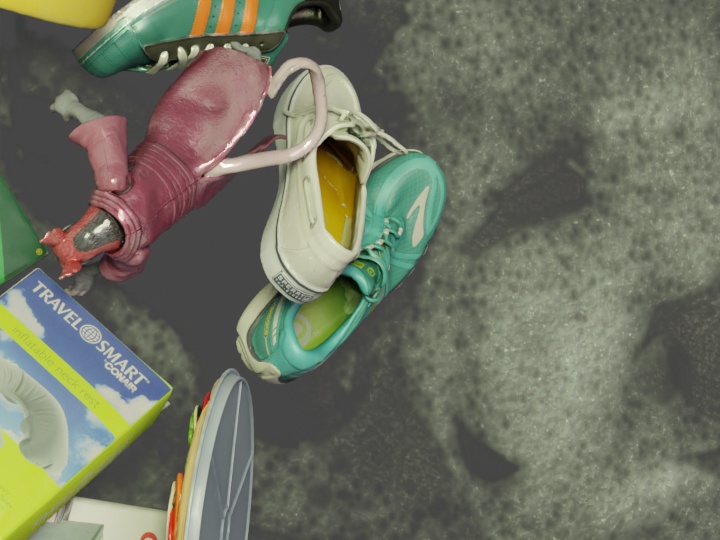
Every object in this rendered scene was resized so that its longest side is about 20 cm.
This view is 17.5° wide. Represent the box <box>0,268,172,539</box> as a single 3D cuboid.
[{"bbox_3d":[-0.207,0.084,1.433,0.122,0.048,0.200,41,43,5],"label":"box"}]

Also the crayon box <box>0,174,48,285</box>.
[{"bbox_3d":[-0.323,-0.030,1.442,0.199,0.058,0.173,-35,100,-25],"label":"crayon box"}]

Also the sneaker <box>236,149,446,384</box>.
[{"bbox_3d":[0.000,0.000,1.583,0.077,0.080,0.200,44,68,-15],"label":"sneaker"}]

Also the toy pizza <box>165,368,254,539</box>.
[{"bbox_3d":[-0.099,0.161,1.470,0.031,0.200,0.202,5,81,7],"label":"toy pizza"}]

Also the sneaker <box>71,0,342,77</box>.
[{"bbox_3d":[-0.095,-0.162,1.558,0.199,0.071,0.080,-28,91,-27],"label":"sneaker"}]

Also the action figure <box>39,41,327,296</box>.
[{"bbox_3d":[-0.124,-0.049,1.485,0.200,0.148,0.135,-48,138,-40],"label":"action figure"}]

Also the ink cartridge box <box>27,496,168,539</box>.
[{"bbox_3d":[-0.224,0.207,1.450,0.199,0.084,0.147,11,79,-24],"label":"ink cartridge box"}]

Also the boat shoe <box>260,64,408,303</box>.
[{"bbox_3d":[-0.013,-0.075,1.538,0.074,0.086,0.203,37,39,-23],"label":"boat shoe"}]

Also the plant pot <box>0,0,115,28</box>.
[{"bbox_3d":[-0.216,-0.268,1.411,0.199,0.201,0.190,17,101,-23],"label":"plant pot"}]
